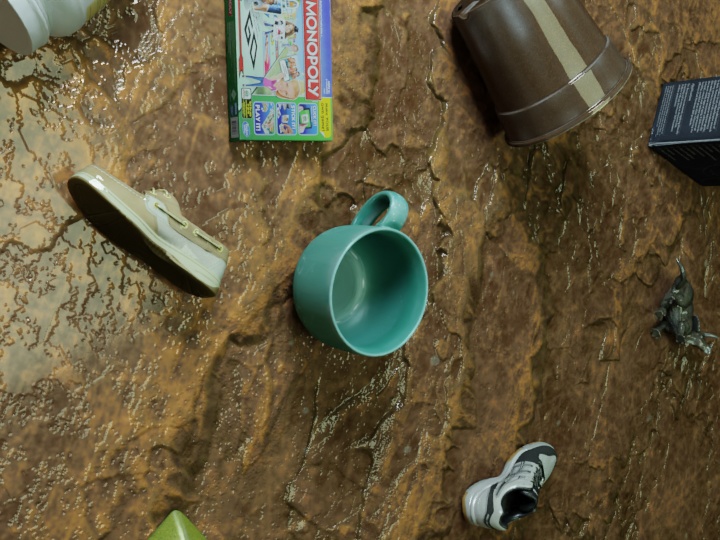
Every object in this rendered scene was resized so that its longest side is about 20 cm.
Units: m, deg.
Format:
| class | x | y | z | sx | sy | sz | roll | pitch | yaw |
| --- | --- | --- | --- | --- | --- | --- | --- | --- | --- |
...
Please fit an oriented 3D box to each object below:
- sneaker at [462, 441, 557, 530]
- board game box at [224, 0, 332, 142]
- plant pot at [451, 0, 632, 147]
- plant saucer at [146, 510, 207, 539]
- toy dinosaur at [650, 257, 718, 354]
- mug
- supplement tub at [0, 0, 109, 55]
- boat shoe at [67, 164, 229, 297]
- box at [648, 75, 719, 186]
| class | x | y | z | sx | sy | sz | roll | pitch | yaw |
| --- | --- | --- | --- | --- | --- | --- | --- | --- | --- |
| sneaker | 0.248 | 0.334 | 1.292 | 0.199 | 0.087 | 0.077 | -29 | 109 | -33 |
| board game box | -0.095 | -0.256 | 1.009 | 0.133 | 0.029 | 0.204 | -6 | 98 | -36 |
| plant pot | 0.235 | -0.310 | 1.166 | 0.200 | 0.199 | 0.199 | -47 | 111 | -24 |
| plant saucer | -0.213 | 0.419 | 0.975 | 0.200 | 0.048 | 0.201 | -47 | 120 | -23 |
| toy dinosaur | 0.571 | 0.067 | 1.533 | 0.102 | 0.076 | 0.203 | -31 | 108 | -43 |
| mug | 0.002 | 0.011 | 1.056 | 0.185 | 0.114 | 0.153 | -44 | 118 | -26 |
| supplement tub | -0.280 | -0.314 | 0.791 | 0.201 | 0.144 | 0.146 | -51 | 121 | -22 |
| boat shoe | -0.222 | -0.051 | 0.914 | 0.200 | 0.073 | 0.067 | 45 | 56 | -33 |
| box | 0.642 | -0.238 | 1.467 | 0.198 | 0.195 | 0.126 | 23 | 81 | -37 |
